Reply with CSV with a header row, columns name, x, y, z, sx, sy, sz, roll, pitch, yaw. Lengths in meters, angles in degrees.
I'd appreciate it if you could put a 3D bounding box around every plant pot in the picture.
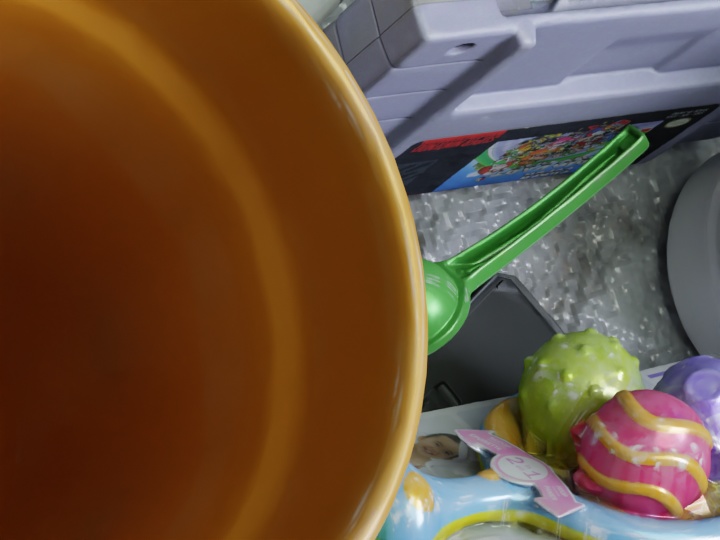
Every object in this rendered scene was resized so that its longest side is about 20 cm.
name,x,y,z,sx,sy,sz,roll,pitch,yaw
plant pot,-0.114,0.024,0.686,0.199,0.183,0.202,11,67,-28

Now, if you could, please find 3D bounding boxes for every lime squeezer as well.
name,x,y,z,sx,sy,sz,roll,pitch,yaw
lime squeezer,0.000,0.000,0.840,0.199,0.038,0.071,-9,105,-31

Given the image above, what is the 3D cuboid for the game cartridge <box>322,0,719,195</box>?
name,x,y,z,sx,sy,sz,roll,pitch,yaw
game cartridge,0.066,-0.062,0.857,0.199,0.130,0.039,-9,70,-33

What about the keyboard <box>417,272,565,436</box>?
name,x,y,z,sx,sy,sz,roll,pitch,yaw
keyboard,0.068,0.110,0.868,0.200,0.021,0.127,51,55,-6

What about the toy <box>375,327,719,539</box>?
name,x,y,z,sx,sy,sz,roll,pitch,yaw
toy,0.069,0.050,0.809,0.199,0.115,0.048,-12,124,-32

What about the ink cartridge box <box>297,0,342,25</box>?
name,x,y,z,sx,sy,sz,roll,pitch,yaw
ink cartridge box,-0.060,-0.133,0.832,0.144,0.084,0.200,47,55,-10

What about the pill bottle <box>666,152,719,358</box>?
name,x,y,z,sx,sy,sz,roll,pitch,yaw
pill bottle,0.192,-0.017,0.871,0.119,0.200,0.121,8,75,-31
